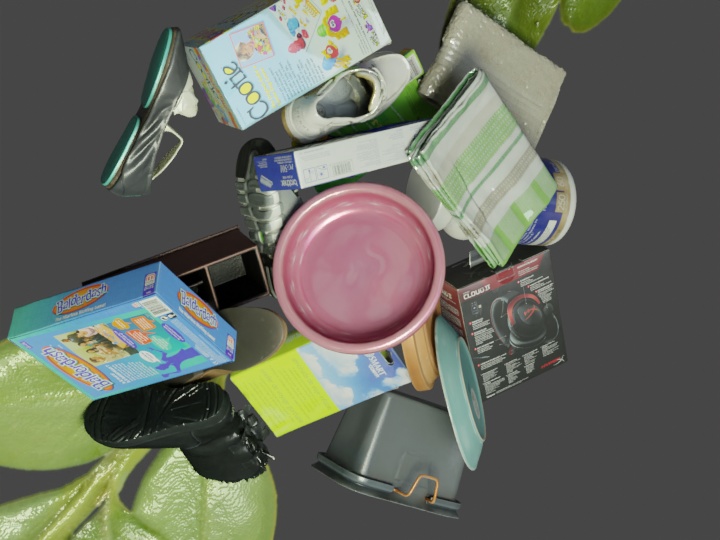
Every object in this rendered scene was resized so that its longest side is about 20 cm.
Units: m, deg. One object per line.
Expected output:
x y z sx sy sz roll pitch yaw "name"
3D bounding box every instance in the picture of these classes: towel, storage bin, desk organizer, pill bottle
0.170 -0.239 1.428 0.200 0.034 0.133 27 85 -34 "towel"
0.059 0.236 1.500 0.200 0.145 0.135 21 88 -30 "storage bin"
-0.214 0.022 1.317 0.200 0.077 0.072 -22 116 -18 "desk organizer"
0.166 -0.093 1.440 0.199 0.116 0.116 2 107 -27 "pill bottle"
0.152 -0.119 1.332 0.149 0.031 0.200 -52 121 -18 "towel"

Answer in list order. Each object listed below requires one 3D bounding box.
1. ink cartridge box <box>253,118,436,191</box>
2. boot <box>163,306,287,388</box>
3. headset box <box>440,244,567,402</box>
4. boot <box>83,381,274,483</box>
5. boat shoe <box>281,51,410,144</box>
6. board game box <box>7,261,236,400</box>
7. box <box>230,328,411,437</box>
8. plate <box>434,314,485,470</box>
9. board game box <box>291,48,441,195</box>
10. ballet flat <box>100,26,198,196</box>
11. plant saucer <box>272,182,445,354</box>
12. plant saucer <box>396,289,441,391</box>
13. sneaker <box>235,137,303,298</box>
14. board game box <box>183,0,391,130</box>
-0.013 -0.133 1.291 0.200 0.094 0.044 -17 101 -32 "ink cartridge box"
-0.148 0.088 1.325 0.075 0.200 0.074 1 72 -49 "boot"
0.190 0.055 1.527 0.148 0.075 0.201 -23 117 -18 "headset box"
-0.216 0.205 1.375 0.198 0.074 0.163 -10 144 13 "boot"
0.001 -0.203 1.287 0.200 0.069 0.071 -38 105 -37 "boat shoe"
-0.262 0.072 1.246 0.199 0.045 0.152 -17 140 21 "board game box"
-0.047 0.123 1.400 0.200 0.048 0.122 -24 124 15 "box"
0.131 0.152 1.424 0.025 0.200 0.201 -14 117 11 "plate"
0.006 -0.177 1.374 0.200 0.030 0.096 -40 120 -19 "board game box"
-0.223 -0.171 1.252 0.073 0.073 0.200 18 105 -30 "ballet flat"
0.000 0.000 1.300 0.201 0.200 0.051 -48 164 -4 "plant saucer"
0.076 0.049 1.406 0.032 0.200 0.201 -8 115 12 "plant saucer"
-0.080 -0.074 1.363 0.115 0.075 0.201 -22 116 -33 "sneaker"
-0.086 -0.255 1.263 0.200 0.103 0.105 -32 112 -13 "board game box"
